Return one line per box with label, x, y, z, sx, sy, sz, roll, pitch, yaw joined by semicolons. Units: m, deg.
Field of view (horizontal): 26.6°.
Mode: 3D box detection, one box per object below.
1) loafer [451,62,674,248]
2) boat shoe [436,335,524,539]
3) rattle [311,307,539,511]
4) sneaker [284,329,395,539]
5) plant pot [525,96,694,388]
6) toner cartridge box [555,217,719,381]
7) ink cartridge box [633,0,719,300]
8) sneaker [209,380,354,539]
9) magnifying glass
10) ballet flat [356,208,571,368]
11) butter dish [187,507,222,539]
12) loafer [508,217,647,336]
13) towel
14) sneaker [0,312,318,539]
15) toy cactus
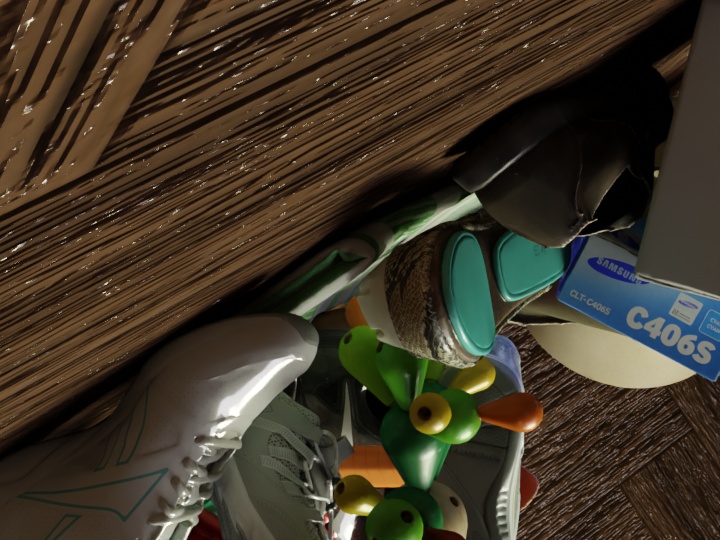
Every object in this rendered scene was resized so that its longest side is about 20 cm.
loafer;0.112;-0.050;0.762;0.073;0.071;0.200;-36;174;35
boat shoe;0.063;0.139;0.920;0.074;0.202;0.065;11;-161;14
rattle;0.049;0.094;1.029;0.143;0.200;0.130;4;106;-68
sneaker;0.000;0.111;0.928;0.098;0.201;0.071;-13;-143;9
plant pot;0.220;-0.037;1.127;0.187;0.187;0.200;-31;161;-19
toner cartridge box;0.167;0.005;0.880;0.043;0.095;0.200;-64;175;12
ink cartridge box;0.215;-0.068;0.786;0.200;0.085;0.145;-23;127;-67
sneaker;-0.037;0.107;0.779;0.082;0.200;0.075;-18;133;-14
magnifying glass;-0.061;0.114;0.878;0.200;0.080;0.022;-3;-143;12
ballet flat;0.043;0.006;0.736;0.075;0.068;0.200;-10;-172;24
butter dish;-0.108;0.237;0.835;0.148;0.200;0.200;-45;153;-45
loafer;0.172;0.006;1.024;0.200;0.075;0.070;-10;-142;26
towel;0.000;0.000;0.820;0.153;0.023;0.200;-37;174;32
sneaker;-0.094;0.093;0.727;0.200;0.080;0.070;-37;151;16
toy cactus;0.038;0.098;0.785;0.102;0.165;0.200;-6;-151;1
